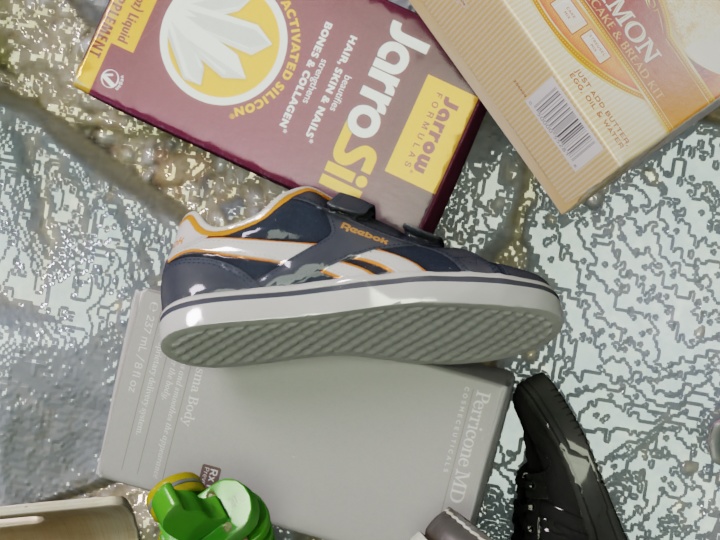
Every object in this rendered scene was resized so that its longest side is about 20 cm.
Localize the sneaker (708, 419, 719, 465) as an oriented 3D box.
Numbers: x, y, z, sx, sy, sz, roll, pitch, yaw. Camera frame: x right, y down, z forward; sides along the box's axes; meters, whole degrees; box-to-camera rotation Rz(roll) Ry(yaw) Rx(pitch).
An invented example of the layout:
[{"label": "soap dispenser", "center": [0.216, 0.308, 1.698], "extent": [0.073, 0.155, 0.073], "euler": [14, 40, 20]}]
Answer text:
[{"label": "sneaker", "center": [0.244, 0.112, 1.136], "extent": [0.081, 0.200, 0.071], "euler": [-1, 101, -23]}]

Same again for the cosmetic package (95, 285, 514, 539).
[{"label": "cosmetic package", "center": [-0.026, 0.081, 1.218], "extent": [0.198, 0.090, 0.108], "euler": [13, 93, 8]}]

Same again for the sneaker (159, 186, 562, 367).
[{"label": "sneaker", "center": [0.000, 0.000, 1.153], "extent": [0.198, 0.079, 0.080], "euler": [0, 63, -3]}]

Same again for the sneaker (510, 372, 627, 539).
[{"label": "sneaker", "center": [0.094, 0.164, 1.220], "extent": [0.104, 0.060, 0.201], "euler": [-24, 92, 1]}]

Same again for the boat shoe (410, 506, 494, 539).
[{"label": "boat shoe", "center": [0.117, 0.171, 1.130], "extent": [0.201, 0.072, 0.061], "euler": [35, 90, 14]}]

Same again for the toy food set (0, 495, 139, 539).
[{"label": "toy food set", "center": [-0.183, 0.225, 1.242], "extent": [0.142, 0.060, 0.202], "euler": [-7, 89, 5]}]

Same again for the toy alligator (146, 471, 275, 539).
[{"label": "toy alligator", "center": [-0.067, 0.153, 1.184], "extent": [0.054, 0.201, 0.059], "euler": [-23, 57, -10]}]

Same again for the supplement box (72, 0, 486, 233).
[{"label": "supplement box", "center": [-0.035, -0.102, 1.222], "extent": [0.199, 0.086, 0.111], "euler": [25, 91, 4]}]

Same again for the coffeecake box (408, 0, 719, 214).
[{"label": "coffeecake box", "center": [0.140, -0.149, 1.172], "extent": [0.199, 0.073, 0.154], "euler": [-34, 86, -27]}]
